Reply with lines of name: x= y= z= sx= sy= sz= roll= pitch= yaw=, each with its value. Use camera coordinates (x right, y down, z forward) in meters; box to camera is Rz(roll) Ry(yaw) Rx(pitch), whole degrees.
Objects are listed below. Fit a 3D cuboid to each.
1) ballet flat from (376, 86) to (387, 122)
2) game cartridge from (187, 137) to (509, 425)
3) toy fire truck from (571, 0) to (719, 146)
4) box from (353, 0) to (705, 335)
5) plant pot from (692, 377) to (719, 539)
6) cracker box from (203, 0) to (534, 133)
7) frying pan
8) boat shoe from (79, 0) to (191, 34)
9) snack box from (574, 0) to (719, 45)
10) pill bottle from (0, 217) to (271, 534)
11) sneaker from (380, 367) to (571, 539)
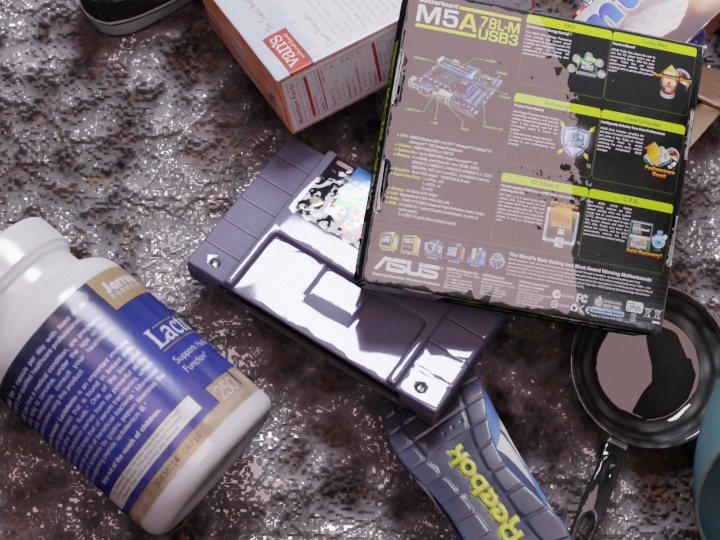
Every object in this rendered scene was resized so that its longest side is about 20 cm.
ballet flat: x=0.076 y=-0.063 z=0.928 sx=0.072 sy=0.072 sz=0.200 roll=-33 pitch=82 yaw=-11
game cartridge: x=0.000 y=0.000 z=0.897 sx=0.200 sy=0.038 sz=0.130 roll=30 pitch=69 yaw=14
toy fire truck: x=0.224 y=-0.150 z=0.970 sx=0.200 sy=0.049 sz=0.141 roll=-32 pitch=82 yaw=-12
box: x=0.109 y=-0.068 z=0.857 sx=0.200 sy=0.048 sz=0.193 roll=9 pitch=84 yaw=-6
plant pot: x=0.312 y=0.100 z=0.863 sx=0.200 sy=0.200 sz=0.135 roll=10 pitch=39 yaw=-2
cracker box: x=0.003 y=-0.196 z=0.934 sx=0.200 sy=0.058 sz=0.134 roll=-28 pitch=54 yaw=-11
frying pan: x=0.199 y=0.103 z=0.917 sx=0.115 sy=0.031 sz=0.190 roll=4 pitch=80 yaw=-3
boat shoe: x=-0.114 y=-0.240 z=0.956 sx=0.200 sy=0.064 sz=0.071 roll=-36 pitch=82 yaw=-11
snack box: x=0.178 y=-0.153 z=0.920 sx=0.200 sy=0.024 sz=0.072 roll=-43 pitch=66 yaw=8
pill bottle: x=-0.165 y=0.064 z=0.854 sx=0.200 sy=0.116 sz=0.116 roll=40 pitch=77 yaw=5
sneaker: x=0.076 y=0.137 z=0.884 sx=0.074 sy=0.082 sz=0.200 roll=-30 pitch=61 yaw=4
